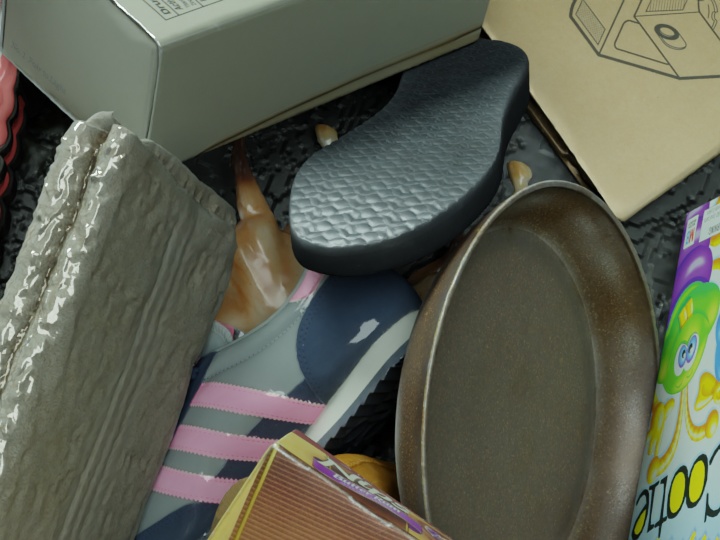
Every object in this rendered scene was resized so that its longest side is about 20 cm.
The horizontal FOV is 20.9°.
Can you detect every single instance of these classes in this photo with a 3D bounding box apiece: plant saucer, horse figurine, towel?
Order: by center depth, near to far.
[{"bbox_3d":[-0.108,0.047,0.748,0.034,0.133,0.200,16,79,21],"label":"towel"},{"bbox_3d":[0.069,0.062,0.814,0.032,0.200,0.200,3,71,36],"label":"plant saucer"},{"bbox_3d":[0.000,0.000,0.873,0.200,0.050,0.133,16,69,0],"label":"horse figurine"}]

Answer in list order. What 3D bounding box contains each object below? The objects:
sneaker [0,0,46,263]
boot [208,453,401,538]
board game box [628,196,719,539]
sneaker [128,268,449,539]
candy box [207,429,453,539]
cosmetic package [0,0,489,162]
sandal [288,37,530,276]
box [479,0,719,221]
[{"bbox_3d":[-0.189,-0.076,0.858,0.087,0.074,0.200,13,73,1],"label":"sneaker"},{"bbox_3d":[-0.026,0.172,0.790,0.071,0.144,0.201,22,95,32],"label":"boot"},{"bbox_3d":[0.190,0.071,0.841,0.105,0.103,0.200,17,74,-13],"label":"board game box"},{"bbox_3d":[-0.056,0.068,0.825,0.200,0.070,0.082,-44,73,6],"label":"sneaker"},{"bbox_3d":[-0.034,0.170,0.685,0.117,0.056,0.200,33,93,5],"label":"candy box"},{"bbox_3d":[-0.043,-0.124,0.835,0.200,0.073,0.104,-26,55,-35],"label":"cosmetic package"},{"bbox_3d":[0.031,-0.044,0.826,0.076,0.043,0.200,8,30,21],"label":"sandal"},{"bbox_3d":[0.154,-0.140,0.939,0.200,0.021,0.164,-33,81,-14],"label":"box"}]
